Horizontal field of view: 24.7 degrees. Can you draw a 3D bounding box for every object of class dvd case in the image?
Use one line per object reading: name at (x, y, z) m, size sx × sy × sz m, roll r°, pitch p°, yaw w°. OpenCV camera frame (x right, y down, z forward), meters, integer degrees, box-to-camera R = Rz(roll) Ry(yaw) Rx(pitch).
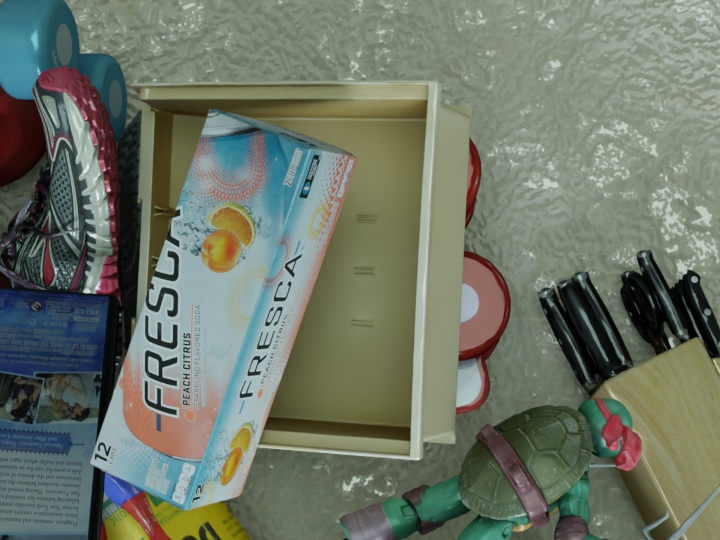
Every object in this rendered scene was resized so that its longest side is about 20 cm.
dvd case at (-0.205, 0.100, 0.869) m, size 0.142 × 0.018 × 0.200 m, roll 4°, pitch 63°, yaw -8°

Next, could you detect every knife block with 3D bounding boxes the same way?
knife block at (0.176, 0.094, 1.017) m, size 0.175 × 0.064 × 0.200 m, roll 20°, pitch 74°, yaw 3°

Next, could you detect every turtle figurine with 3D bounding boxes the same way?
turtle figurine at (0.094, 0.128, 0.937) m, size 0.200 × 0.150 × 0.101 m, roll -30°, pitch 121°, yaw -2°

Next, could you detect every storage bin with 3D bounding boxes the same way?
storage bin at (-0.042, -0.003, 0.940) m, size 0.198 × 0.094 × 0.200 m, roll 2°, pitch 89°, yaw 20°

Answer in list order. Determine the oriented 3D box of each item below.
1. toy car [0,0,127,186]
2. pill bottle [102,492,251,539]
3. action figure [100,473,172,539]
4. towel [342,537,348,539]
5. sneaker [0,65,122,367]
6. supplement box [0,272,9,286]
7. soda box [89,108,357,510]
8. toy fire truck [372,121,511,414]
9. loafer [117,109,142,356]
toy car at (-0.257, -0.052, 0.998) m, size 0.184 × 0.177 × 0.200 m, roll 1°, pitch 76°, yaw 11°
pill bottle at (-0.101, 0.211, 0.998) m, size 0.113 × 0.113 × 0.200 m, roll -37°, pitch 83°, yaw -3°
action figure at (-0.178, 0.092, 0.938) m, size 0.065 × 0.052 × 0.200 m, roll -40°, pitch 75°, yaw 19°
towel at (0.017, 0.257, 0.985) m, size 0.048 × 0.112 × 0.200 m, roll -26°, pitch 86°, yaw 5°
sneaker at (-0.176, -0.023, 0.956) m, size 0.075 × 0.081 × 0.200 m, roll -1°, pitch 124°, yaw -8°
supplement box at (-0.315, 0.054, 1.049) m, size 0.200 × 0.067 × 0.069 m, roll -17°, pitch 82°, yaw -1°
soda box at (-0.071, 0.021, 0.863) m, size 0.063 × 0.068 × 0.200 m, roll 21°, pitch 97°, yaw 20°
toy fire truck at (0.000, 0.000, 1.023) m, size 0.168 × 0.112 × 0.200 m, roll -12°, pitch 83°, yaw 1°
loafer at (-0.118, -0.006, 1.056) m, size 0.070 × 0.075 × 0.200 m, roll -3°, pitch 86°, yaw -26°
